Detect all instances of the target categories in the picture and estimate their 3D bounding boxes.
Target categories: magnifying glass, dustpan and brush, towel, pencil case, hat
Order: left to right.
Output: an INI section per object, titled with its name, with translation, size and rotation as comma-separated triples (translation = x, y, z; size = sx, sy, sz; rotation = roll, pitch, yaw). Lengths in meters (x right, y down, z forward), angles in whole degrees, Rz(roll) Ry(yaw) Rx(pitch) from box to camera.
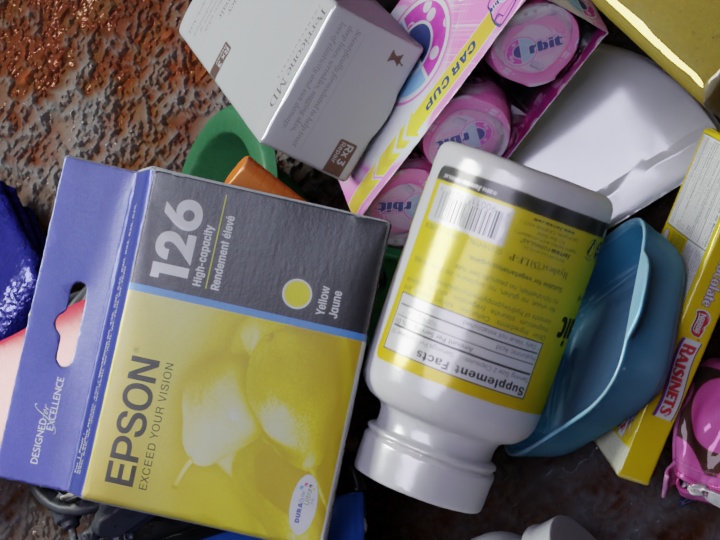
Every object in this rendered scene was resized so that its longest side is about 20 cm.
[towel]
translation = -0.285, 0.048, 1.472
size = 0.200, 0.049, 0.148
rotation = -52, 39, 13
[hat]
translation = -0.020, 0.001, 1.381
size = 0.166, 0.175, 0.201
rotation = -38, 49, 53
[magnifying glass]
translation = 0.000, 0.000, 1.269
size = 0.200, 0.022, 0.080
rotation = 39, 100, -14
[dustpan and brush]
translation = 0.129, -0.117, 1.315
size = 0.139, 0.057, 0.201
rotation = -31, 76, 7
[pencil case]
translation = 0.275, 0.118, 1.179
size = 0.199, 0.094, 0.091
rotation = 13, 127, 29

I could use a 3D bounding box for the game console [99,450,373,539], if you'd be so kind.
[game console]
translation = -0.062, 0.194, 1.298
size = 0.199, 0.170, 0.119
rotation = -20, 82, 23

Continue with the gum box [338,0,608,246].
[gum box]
translation = 0.055, -0.117, 1.290
size = 0.200, 0.066, 0.114
rotation = -52, 35, 27

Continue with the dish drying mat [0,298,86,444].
[dish drying mat]
translation = -0.209, 0.074, 1.277
size = 0.199, 0.018, 0.077
rotation = -27, 59, 15

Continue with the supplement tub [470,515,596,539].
[supplement tub]
translation = 0.063, 0.245, 1.235
size = 0.199, 0.145, 0.146
rotation = -31, 70, 20

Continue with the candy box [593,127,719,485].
[candy box]
translation = 0.187, 0.018, 1.218
size = 0.026, 0.102, 0.201
rotation = 20, 100, -11

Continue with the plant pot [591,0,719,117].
[plant pot]
translation = 0.220, -0.202, 1.205
size = 0.200, 0.194, 0.196
rotation = 41, 101, 32

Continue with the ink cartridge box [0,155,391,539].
[ink cartridge box]
translation = -0.098, 0.046, 1.209
size = 0.198, 0.047, 0.199
rotation = 12, 85, -4

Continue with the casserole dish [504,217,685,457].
[casserole dish]
translation = 0.140, 0.047, 1.226
size = 0.039, 0.200, 0.122
rotation = 20, 66, -13

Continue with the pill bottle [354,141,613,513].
[pill bottle]
translation = 0.066, 0.034, 1.217
size = 0.111, 0.111, 0.201
rotation = 22, 94, 27

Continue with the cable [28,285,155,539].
[cable]
translation = -0.132, 0.067, 1.282
size = 0.200, 0.051, 0.164
rotation = -37, 57, 8

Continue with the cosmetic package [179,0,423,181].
[cosmetic package]
translation = -0.043, -0.149, 1.333
size = 0.102, 0.074, 0.200
rotation = -60, 29, 13
